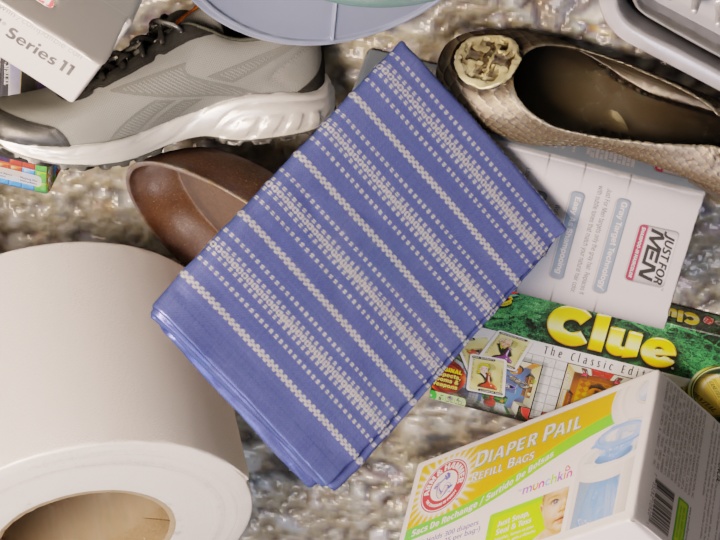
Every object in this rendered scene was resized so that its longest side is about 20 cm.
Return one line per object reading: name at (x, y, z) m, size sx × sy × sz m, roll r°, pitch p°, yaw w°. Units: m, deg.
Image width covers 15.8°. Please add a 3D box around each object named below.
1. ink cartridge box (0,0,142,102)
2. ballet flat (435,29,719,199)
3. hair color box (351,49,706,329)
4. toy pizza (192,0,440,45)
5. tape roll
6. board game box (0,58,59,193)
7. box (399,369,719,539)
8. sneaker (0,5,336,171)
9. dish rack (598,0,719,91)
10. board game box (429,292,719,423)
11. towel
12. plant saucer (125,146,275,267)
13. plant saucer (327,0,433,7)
ink cartridge box at (-0.163, -0.167, 1.315) m, size 0.117 × 0.200 × 0.067 m, roll 33°, pitch 128°, yaw -12°
ballet flat at (0.136, -0.087, 1.376) m, size 0.199 × 0.068 × 0.046 m, roll 21°, pitch 158°, yaw 8°
hair color box at (0.087, -0.045, 1.440) m, size 0.199 × 0.061 × 0.099 m, roll 15°, pitch 130°, yaw 4°
toy pizza at (-0.011, -0.203, 1.317) m, size 0.199 × 0.032 × 0.201 m, roll -11°, pitch 131°, yaw -13°
tape roll at (-0.173, 0.096, 1.515) m, size 0.202 × 0.140 × 0.203 m, roll -10°, pitch 147°, yaw -7°
board game box at (-0.258, -0.143, 1.453) m, size 0.199 × 0.057 × 0.166 m, roll 13°, pitch 128°, yaw 4°
box at (0.124, 0.156, 1.535) m, size 0.200 × 0.113 × 0.101 m, roll -26°, pitch 126°, yaw 39°
sneaker at (-0.114, -0.104, 1.413) m, size 0.199 × 0.074 × 0.080 m, roll -12°, pitch 113°, yaw -14°
dish rack at (0.240, -0.155, 1.326) m, size 0.199 × 0.044 × 0.172 m, roll 26°, pitch 130°, yaw -7°
board game box at (0.146, 0.057, 1.532) m, size 0.199 × 0.024 × 0.105 m, roll 14°, pitch 128°, yaw 3°
towel at (0.000, 0.000, 1.366) m, size 0.145 × 0.200 × 0.024 m, roll 47°, pitch 168°, yaw -19°
plant saucer at (-0.044, -0.006, 1.466) m, size 0.200 × 0.035 × 0.200 m, roll 34°, pitch 163°, yaw 12°
plant saucer at (0.031, -0.207, 1.285) m, size 0.199 × 0.036 × 0.201 m, roll -11°, pitch 131°, yaw -12°
